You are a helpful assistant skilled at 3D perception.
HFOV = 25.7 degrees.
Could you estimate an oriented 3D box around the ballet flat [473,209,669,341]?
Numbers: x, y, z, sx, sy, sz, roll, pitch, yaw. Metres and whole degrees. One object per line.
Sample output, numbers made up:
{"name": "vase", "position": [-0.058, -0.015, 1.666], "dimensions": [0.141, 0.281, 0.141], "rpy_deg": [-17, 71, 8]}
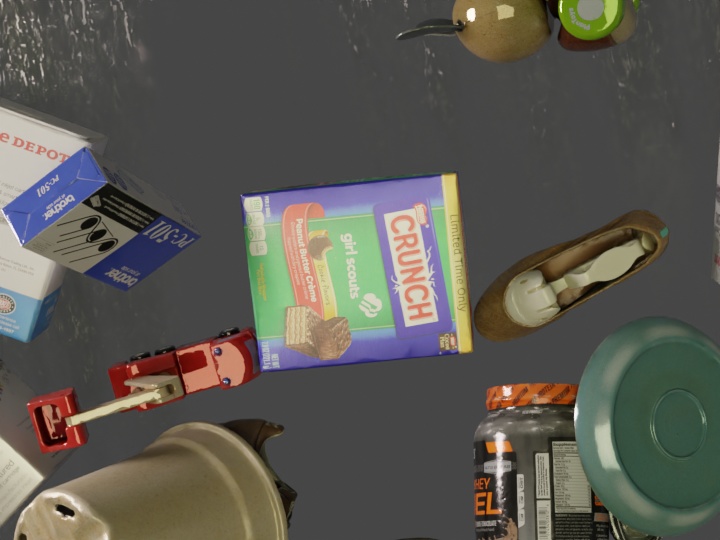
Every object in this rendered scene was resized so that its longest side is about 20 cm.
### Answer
{"name": "ballet flat", "position": [0.193, 0.008, 1.445], "dimensions": [0.200, 0.072, 0.068], "rpy_deg": [-26, 96, 7]}

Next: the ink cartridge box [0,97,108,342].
{"name": "ink cartridge box", "position": [-0.336, -0.054, 1.464], "dimensions": [0.145, 0.084, 0.200], "rpy_deg": [20, 100, 0]}

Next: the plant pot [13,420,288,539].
{"name": "plant pot", "position": [-0.198, 0.245, 1.406], "dimensions": [0.200, 0.183, 0.201], "rpy_deg": [3, 95, 39]}

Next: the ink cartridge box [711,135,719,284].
{"name": "ink cartridge box", "position": [0.365, -0.076, 1.385], "dimensions": [0.083, 0.145, 0.200], "rpy_deg": [2, 98, 2]}

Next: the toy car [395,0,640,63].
{"name": "toy car", "position": [0.129, -0.247, 1.380], "dimensions": [0.200, 0.164, 0.158], "rpy_deg": [-18, 97, 18]}

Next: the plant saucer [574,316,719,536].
{"name": "plant saucer", "position": [0.282, 0.140, 1.425], "dimensions": [0.200, 0.027, 0.200], "rpy_deg": [4, 81, -29]}

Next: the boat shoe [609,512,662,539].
{"name": "boat shoe", "position": [0.259, 0.165, 1.469], "dimensions": [0.076, 0.060, 0.200], "rpy_deg": [-8, 97, 5]}

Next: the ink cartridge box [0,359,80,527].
{"name": "ink cartridge box", "position": [-0.392, 0.156, 1.466], "dimensions": [0.200, 0.145, 0.147], "rpy_deg": [43, 99, -2]}

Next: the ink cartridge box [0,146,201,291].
{"name": "ink cartridge box", "position": [-0.225, -0.041, 1.401], "dimensions": [0.094, 0.200, 0.044], "rpy_deg": [-36, 71, 8]}

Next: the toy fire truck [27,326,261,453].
{"name": "toy fire truck", "position": [-0.191, 0.106, 1.449], "dimensions": [0.200, 0.141, 0.049], "rpy_deg": [-15, 97, 6]}

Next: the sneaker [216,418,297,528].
{"name": "sneaker", "position": [-0.094, 0.240, 1.497], "dimensions": [0.075, 0.070, 0.200], "rpy_deg": [-10, 98, 3]}

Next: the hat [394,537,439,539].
{"name": "hat", "position": [0.032, 0.326, 1.497], "dimensions": [0.200, 0.081, 0.201], "rpy_deg": [-3, 106, -11]}

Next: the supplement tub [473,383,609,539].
{"name": "supplement tub", "position": [0.164, 0.207, 1.435], "dimensions": [0.122, 0.123, 0.200], "rpy_deg": [-1, 79, 4]}

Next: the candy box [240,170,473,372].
{"name": "candy box", "position": [0.000, 0.000, 1.454], "dimensions": [0.200, 0.077, 0.169], "rpy_deg": [-6, 97, 3]}
